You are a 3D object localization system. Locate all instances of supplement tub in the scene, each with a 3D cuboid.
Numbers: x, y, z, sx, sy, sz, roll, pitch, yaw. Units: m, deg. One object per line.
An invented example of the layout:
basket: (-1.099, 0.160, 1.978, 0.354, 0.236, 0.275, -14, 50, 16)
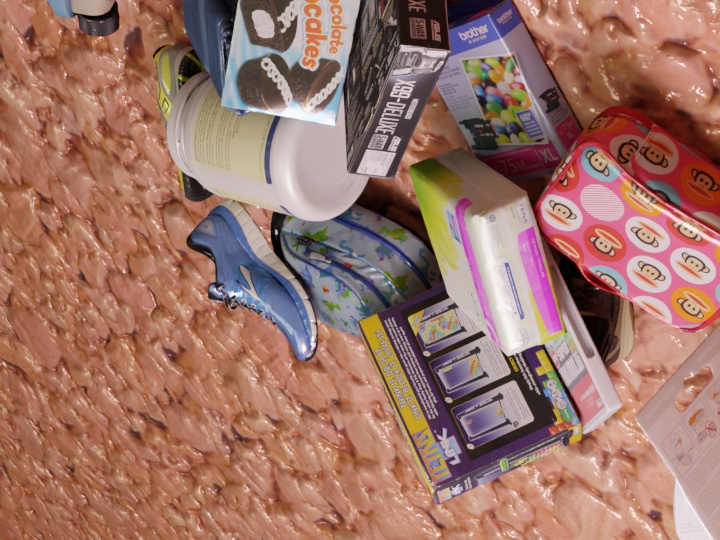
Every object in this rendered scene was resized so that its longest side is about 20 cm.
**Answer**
supplement tub: (-0.098, -0.140, 1.751, 0.199, 0.145, 0.146, 17, 135, 41)

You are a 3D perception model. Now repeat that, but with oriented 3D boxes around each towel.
towel: (-0.142, -0.249, 1.695, 0.200, 0.048, 0.112, -121, 25, -52)

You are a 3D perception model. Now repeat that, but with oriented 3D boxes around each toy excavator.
toy excavator: (-0.350, -0.373, 1.847, 0.198, 0.195, 0.100, 12, 139, 5)

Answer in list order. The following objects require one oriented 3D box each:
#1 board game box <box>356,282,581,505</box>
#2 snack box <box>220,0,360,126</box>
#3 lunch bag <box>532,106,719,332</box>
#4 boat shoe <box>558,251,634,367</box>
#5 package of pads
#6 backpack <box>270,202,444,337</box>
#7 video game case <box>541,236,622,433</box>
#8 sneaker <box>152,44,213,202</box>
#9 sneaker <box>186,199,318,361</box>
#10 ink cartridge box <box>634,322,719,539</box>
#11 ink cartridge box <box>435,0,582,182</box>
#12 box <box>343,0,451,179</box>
board game box: (0.109, 0.112, 1.660, 0.057, 0.164, 0.201, 70, 176, -65)
snack box: (-0.061, -0.247, 1.566, 0.115, 0.037, 0.201, 10, 113, -5)
lunch bag: (0.256, -0.035, 1.463, 0.199, 0.082, 0.176, 36, 144, 2)
boat shoe: (0.226, 0.022, 1.595, 0.073, 0.065, 0.201, 17, 136, 39)
package of pads: (0.121, -0.019, 1.558, 0.200, 0.068, 0.155, -130, 20, -67)
backpack: (0.000, 0.000, 1.793, 0.199, 0.154, 0.164, 9, 140, 28)
video game case: (0.193, 0.055, 1.593, 0.143, 0.017, 0.201, 99, 148, -76)
sneaker: (-0.197, -0.176, 1.916, 0.076, 0.075, 0.201, 30, 133, 40)
sneaker: (-0.118, 0.023, 1.786, 0.200, 0.089, 0.079, 51, 166, 13)
ink cartridge box: (0.337, 0.175, 1.528, 0.201, 0.160, 0.047, 56, 146, -9)
ink cartridge box: (0.125, -0.178, 1.542, 0.119, 0.042, 0.201, -10, 114, 53)
box: (0.029, -0.207, 1.530, 0.049, 0.159, 0.200, 6, 147, -13)
